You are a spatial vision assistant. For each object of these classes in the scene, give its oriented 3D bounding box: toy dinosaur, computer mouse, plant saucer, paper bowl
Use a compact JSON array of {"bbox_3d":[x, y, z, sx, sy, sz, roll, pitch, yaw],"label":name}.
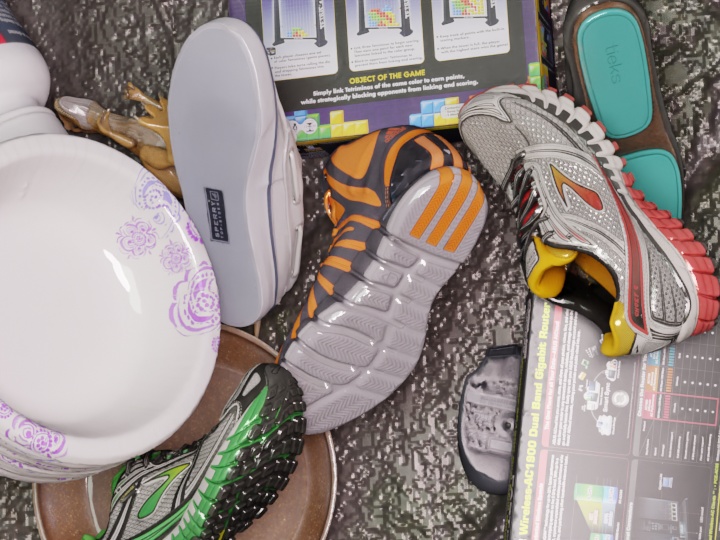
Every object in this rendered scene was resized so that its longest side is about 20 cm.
[{"bbox_3d":[-0.107,-0.062,1.689,0.060,0.106,0.200,-37,70,-30],"label":"toy dinosaur"},{"bbox_3d":[0.101,0.039,1.635,0.058,0.034,0.201,15,82,1],"label":"computer mouse"},{"bbox_3d":[-0.107,0.132,1.675,0.200,0.037,0.201,-1,84,15],"label":"plant saucer"},{"bbox_3d":[-0.191,0.027,1.589,0.104,0.200,0.201,-26,74,52],"label":"paper bowl"}]

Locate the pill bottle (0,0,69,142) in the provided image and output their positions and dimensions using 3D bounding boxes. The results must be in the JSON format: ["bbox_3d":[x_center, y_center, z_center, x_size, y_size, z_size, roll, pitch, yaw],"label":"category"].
[{"bbox_3d":[-0.267,-0.128,1.696,0.120,0.120,0.200,-39,73,8],"label":"pill bottle"}]

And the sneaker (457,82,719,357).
[{"bbox_3d":[0.119,-0.032,1.535,0.082,0.078,0.200,-26,58,-26],"label":"sneaker"}]

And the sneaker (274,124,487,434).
[{"bbox_3d":[0.000,0.000,1.629,0.200,0.077,0.112,-54,33,14],"label":"sneaker"}]

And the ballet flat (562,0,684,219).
[{"bbox_3d":[0.157,-0.082,1.603,0.068,0.068,0.200,-9,116,-4],"label":"ballet flat"}]

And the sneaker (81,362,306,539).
[{"bbox_3d":[-0.107,0.129,1.600,0.085,0.078,0.200,45,113,19],"label":"sneaker"}]

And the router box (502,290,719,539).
[{"bbox_3d":[0.164,0.114,1.576,0.149,0.062,0.201,6,85,0],"label":"router box"}]

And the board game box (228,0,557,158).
[{"bbox_3d":[0.018,-0.161,1.663,0.199,0.057,0.166,-5,81,15],"label":"board game box"}]

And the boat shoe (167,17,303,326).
[{"bbox_3d":[-0.070,-0.066,1.619,0.073,0.065,0.200,20,125,27],"label":"boat shoe"}]
